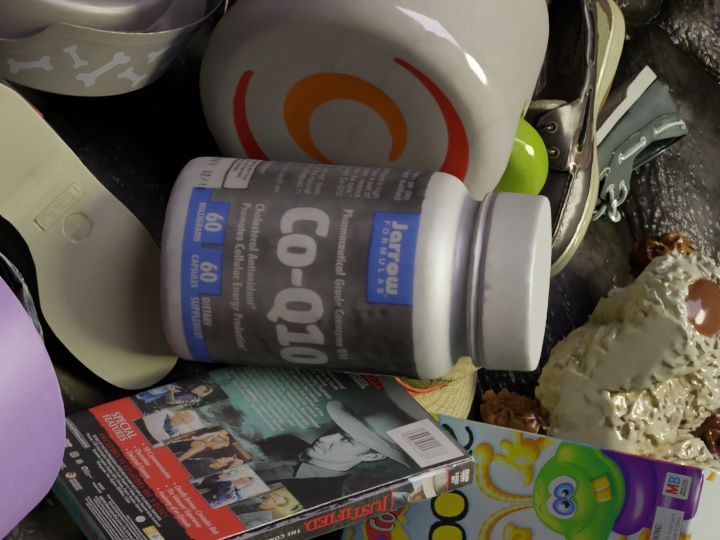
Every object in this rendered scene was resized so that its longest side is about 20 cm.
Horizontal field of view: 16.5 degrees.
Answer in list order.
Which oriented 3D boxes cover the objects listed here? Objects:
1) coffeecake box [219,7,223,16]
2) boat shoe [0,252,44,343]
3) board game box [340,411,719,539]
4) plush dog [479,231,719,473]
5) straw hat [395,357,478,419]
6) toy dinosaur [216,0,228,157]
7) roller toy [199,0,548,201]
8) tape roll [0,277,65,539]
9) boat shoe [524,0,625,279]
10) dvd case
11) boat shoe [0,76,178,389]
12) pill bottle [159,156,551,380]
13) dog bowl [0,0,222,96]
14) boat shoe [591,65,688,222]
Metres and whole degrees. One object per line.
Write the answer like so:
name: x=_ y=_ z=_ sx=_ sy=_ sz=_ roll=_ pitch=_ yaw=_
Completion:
coffeecake box: x=0.028 y=-0.163 z=1.605 sx=0.154 sy=0.073 sz=0.200 roll=52 pitch=45 yaw=-5
boat shoe: x=-0.231 y=-0.012 z=1.292 sx=0.071 sy=0.091 sz=0.200 roll=-27 pitch=85 yaw=-45
board game box: x=0.103 y=0.145 z=1.374 sx=0.105 sy=0.200 sz=0.103 roll=24 pitch=77 yaw=-61
plush dog: x=0.180 y=0.072 z=1.582 sx=0.172 sy=0.160 sz=0.200 roll=-31 pitch=116 yaw=-59
straw hat: x=0.045 y=0.025 z=1.471 sx=0.201 sy=0.085 sz=0.202 roll=17 pitch=68 yaw=-49
toy dinosaur: x=-0.055 y=-0.079 z=1.513 sx=0.200 sy=0.060 sz=0.106 roll=55 pitch=31 yaw=-15
roller toy: x=0.010 y=-0.126 z=1.411 sx=0.140 sy=0.182 sz=0.200 roll=-68 pitch=147 yaw=-42
tape roll: x=-0.243 y=0.061 z=1.167 sx=0.200 sy=0.200 sz=0.085 roll=51 pitch=45 yaw=-6
boat shoe: x=0.114 y=-0.093 z=1.571 sx=0.065 sy=0.073 sz=0.200 roll=34 pitch=62 yaw=-53
dvd case: x=-0.060 y=0.099 z=1.320 sx=0.200 sy=0.022 sz=0.146 roll=-18 pitch=35 yaw=-24
boat shoe: x=-0.166 y=-0.023 z=1.366 sx=0.074 sy=0.063 sz=0.202 roll=-37 pitch=110 yaw=-7
pill bottle: x=0.000 y=0.000 z=1.350 sx=0.200 sy=0.114 sz=0.114 roll=4 pitch=54 yaw=11
dog bowl: x=-0.177 y=-0.175 z=1.407 sx=0.200 sy=0.059 sz=0.200 roll=18 pitch=36 yaw=-13
boat shoe: x=0.165 y=-0.067 z=1.668 sx=0.062 sy=0.073 sz=0.200 roll=48 pitch=43 yaw=-6
